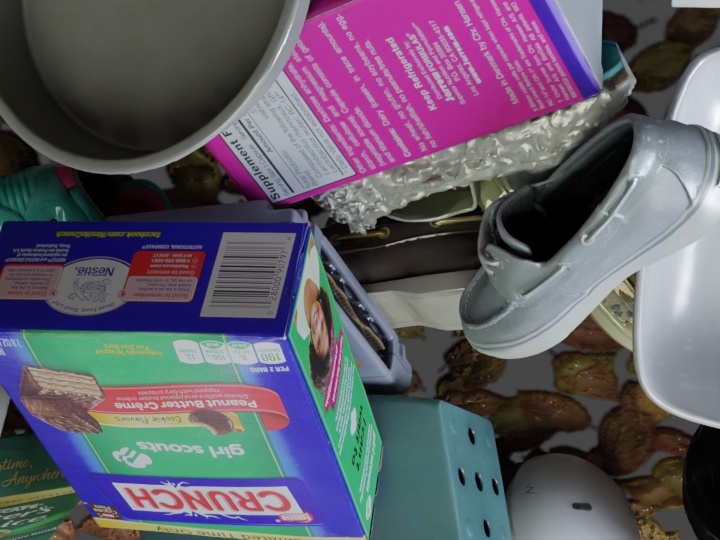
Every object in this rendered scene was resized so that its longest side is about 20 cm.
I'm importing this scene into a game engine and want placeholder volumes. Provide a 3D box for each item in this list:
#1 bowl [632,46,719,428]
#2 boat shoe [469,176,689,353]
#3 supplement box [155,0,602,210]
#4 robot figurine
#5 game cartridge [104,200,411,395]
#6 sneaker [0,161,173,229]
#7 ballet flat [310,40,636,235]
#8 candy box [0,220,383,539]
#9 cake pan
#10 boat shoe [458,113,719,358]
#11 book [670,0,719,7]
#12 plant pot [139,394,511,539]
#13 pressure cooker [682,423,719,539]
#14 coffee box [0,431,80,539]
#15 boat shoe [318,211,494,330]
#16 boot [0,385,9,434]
[{"bbox_3d":[0.242,-0.014,0.771,0.198,0.075,0.202,8,99,1],"label":"bowl"},{"bbox_3d":[0.149,-0.014,0.831,0.199,0.074,0.063,36,132,-21],"label":"boat shoe"},{"bbox_3d":[0.012,-0.122,0.734,0.199,0.102,0.104,-16,130,26],"label":"supplement box"},{"bbox_3d":[0.098,0.205,1.015,0.199,0.150,0.125,-29,91,33],"label":"robot figurine"},{"bbox_3d":[-0.062,0.026,0.842,0.132,0.042,0.200,-9,150,18],"label":"game cartridge"},{"bbox_3d":[-0.162,0.000,0.895,0.120,0.084,0.200,-24,146,0],"label":"sneaker"},{"bbox_3d":[0.060,-0.065,0.774,0.199,0.072,0.072,-13,130,31],"label":"ballet flat"},{"bbox_3d":[-0.088,0.064,0.779,0.168,0.077,0.201,1,143,16],"label":"candy box"},{"bbox_3d":[-0.103,-0.145,0.698,0.199,0.202,0.037,-18,170,26],"label":"cake pan"},{"bbox_3d":[0.097,-0.020,0.738,0.071,0.071,0.201,20,145,-23],"label":"boat shoe"},{"bbox_3d":[0.245,-0.187,0.671,0.198,0.048,0.134,2,130,12],"label":"book"},{"bbox_3d":[-0.017,0.151,0.915,0.199,0.142,0.141,-17,160,23],"label":"plant pot"},{"bbox_3d":[0.310,0.167,0.906,0.178,0.176,0.200,-32,125,5],"label":"pressure cooker"},{"bbox_3d":[-0.264,0.162,1.028,0.122,0.044,0.200,-5,160,-25],"label":"coffee box"},{"bbox_3d":[0.000,0.000,0.883,0.198,0.060,0.072,-4,153,18],"label":"boat shoe"},{"bbox_3d":[-0.273,0.131,0.877,0.095,0.074,0.202,12,104,-17],"label":"boot"}]
